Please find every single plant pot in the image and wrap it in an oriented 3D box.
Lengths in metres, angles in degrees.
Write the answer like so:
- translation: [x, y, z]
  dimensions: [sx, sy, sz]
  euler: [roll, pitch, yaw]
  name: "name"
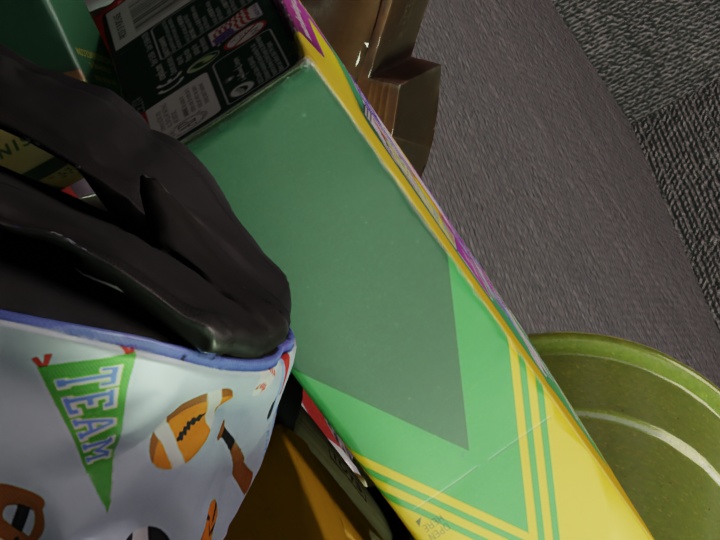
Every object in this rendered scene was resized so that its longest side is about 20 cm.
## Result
- translation: [0.084, 0.156, 1.246]
  dimensions: [0.200, 0.200, 0.190]
  euler: [58, 15, -19]
  name: "plant pot"

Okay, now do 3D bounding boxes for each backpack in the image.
- translation: [-0.113, 0.025, 0.639]
  dimensions: [0.200, 0.190, 0.154]
  euler: [-48, 150, -77]
  name: "backpack"

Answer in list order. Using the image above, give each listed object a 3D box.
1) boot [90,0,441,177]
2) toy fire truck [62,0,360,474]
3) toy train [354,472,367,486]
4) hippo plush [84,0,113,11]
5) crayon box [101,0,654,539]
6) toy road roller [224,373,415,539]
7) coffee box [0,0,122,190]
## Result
- translation: [-0.062, -0.132, 1.147]
  dimensions: [0.064, 0.200, 0.187]
  euler: [-14, 116, -64]
  name: "boot"
- translation: [-0.067, 0.015, 1.042]
  dimensions: [0.168, 0.112, 0.200]
  euler: [58, 8, 31]
  name: "toy fire truck"
- translation: [-0.031, 0.161, 0.931]
  dimensions: [0.200, 0.056, 0.150]
  euler: [-100, -160, -56]
  name: "toy train"
- translation: [-0.161, -0.153, 1.071]
  dimensions: [0.159, 0.200, 0.161]
  euler: [-61, 151, -56]
  name: "hippo plush"
- translation: [0.000, 0.000, 0.868]
  dimensions: [0.173, 0.058, 0.200]
  euler: [55, 3, -17]
  name: "crayon box"
- translation: [-0.044, 0.119, 0.822]
  dimensions: [0.123, 0.146, 0.200]
  euler: [52, 3, -33]
  name: "toy road roller"
- translation: [-0.162, -0.100, 0.919]
  dimensions: [0.200, 0.123, 0.044]
  euler: [65, 9, 8]
  name: "coffee box"
